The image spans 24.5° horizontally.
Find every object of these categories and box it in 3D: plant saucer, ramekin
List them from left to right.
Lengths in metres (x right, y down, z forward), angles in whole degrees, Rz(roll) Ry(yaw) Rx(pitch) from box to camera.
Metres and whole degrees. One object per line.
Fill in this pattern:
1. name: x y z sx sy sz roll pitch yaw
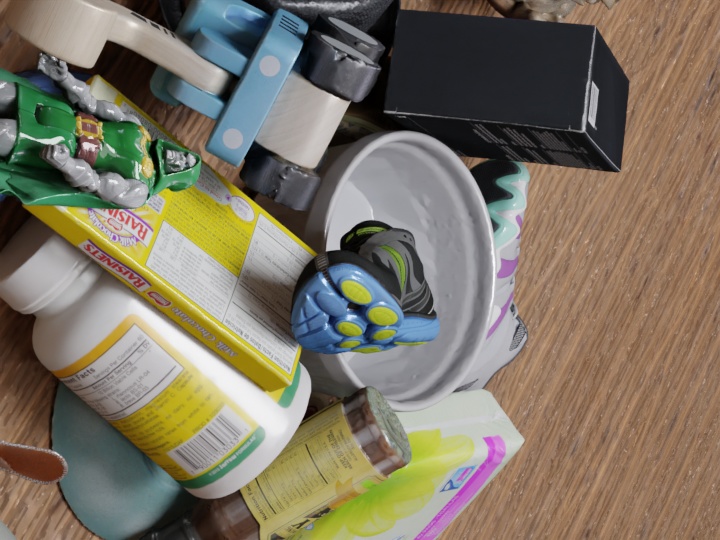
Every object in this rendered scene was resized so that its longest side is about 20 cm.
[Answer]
1. plant saucer: -0.127 0.101 1.163 0.201 0.039 0.201 -16 111 -46
2. ramekin: 0.000 0.000 1.207 0.200 0.105 0.201 -1 91 -49

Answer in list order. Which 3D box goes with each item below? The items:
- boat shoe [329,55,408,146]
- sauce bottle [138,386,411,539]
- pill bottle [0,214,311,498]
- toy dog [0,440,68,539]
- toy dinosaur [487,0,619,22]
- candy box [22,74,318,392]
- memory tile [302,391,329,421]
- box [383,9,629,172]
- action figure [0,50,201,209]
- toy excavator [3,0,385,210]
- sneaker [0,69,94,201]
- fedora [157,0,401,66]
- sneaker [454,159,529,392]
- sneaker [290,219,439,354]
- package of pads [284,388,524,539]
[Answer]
1. boat shoe: -0.005 -0.125 1.243 0.200 0.063 0.073 20 60 -52
2. sauce bottle: -0.061 0.152 1.132 0.200 0.065 0.065 -31 136 13
3. pill bottle: -0.135 0.043 1.052 0.200 0.113 0.113 44 64 -21
4. toy dog: -0.232 0.165 1.011 0.132 0.096 0.200 -50 132 -30
5. toy dinosaur: 0.127 -0.232 1.303 0.086 0.136 0.200 -50 164 16
6. candy box: -0.107 -0.021 1.009 0.200 0.026 0.102 40 48 -26
7. memory tile: 0.011 0.062 1.332 0.153 0.017 0.200 33 73 -48
8. box: 0.111 -0.126 1.195 0.200 0.141 0.079 16 79 -74
9. action figure: -0.177 -0.078 0.916 0.200 0.055 0.118 15 53 -34
10. toy excavator: -0.097 -0.122 0.969 0.100 0.200 0.195 -62 -174 16
11. sneaker: -0.213 -0.074 0.987 0.200 0.082 0.074 -23 113 -46
12. fedora: -0.035 -0.201 1.108 0.200 0.092 0.201 10 72 -32
13. sneaker: 0.105 0.015 1.367 0.140 0.078 0.200 32 84 -50
14. sneaker: 0.000 0.008 1.053 0.200 0.071 0.083 15 62 -73
15. package of pads: 0.011 0.167 1.267 0.200 0.068 0.155 -1 138 -49
